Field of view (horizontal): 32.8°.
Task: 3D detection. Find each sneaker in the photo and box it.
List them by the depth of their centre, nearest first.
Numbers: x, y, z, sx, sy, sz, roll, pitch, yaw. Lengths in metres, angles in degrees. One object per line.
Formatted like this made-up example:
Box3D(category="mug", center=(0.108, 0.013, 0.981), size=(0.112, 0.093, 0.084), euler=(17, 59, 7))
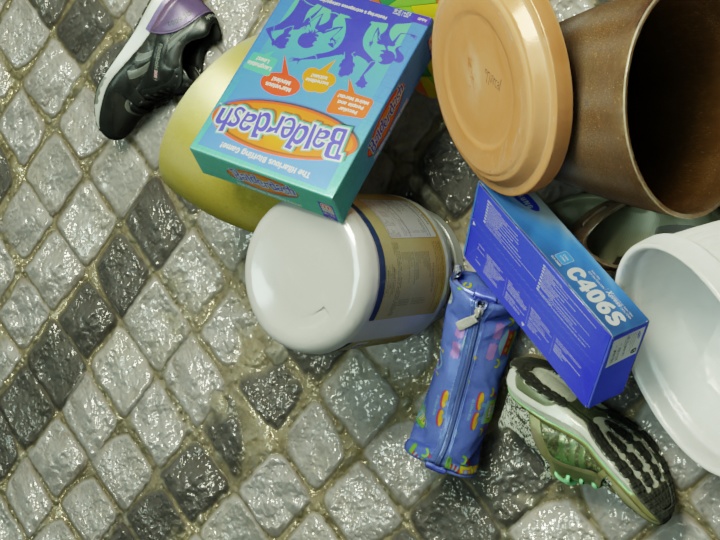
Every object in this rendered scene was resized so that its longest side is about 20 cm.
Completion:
Box3D(category="sneaker", center=(0.203, 0.169, 1.123), size=(0.200, 0.076, 0.089), euler=(44, 128, 30))
Box3D(category="sneaker", center=(-0.230, -0.219, 1.386), size=(0.087, 0.075, 0.201), euler=(41, 114, 18))

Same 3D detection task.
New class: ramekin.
Box3D(category="ramekin", center=(0.300, 0.053, 0.974), size=(0.201, 0.104, 0.201), euler=(59, 162, 32))

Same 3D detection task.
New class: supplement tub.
Box3D(category="supplement tub", center=(0.000, 0.000, 1.162), size=(0.143, 0.199, 0.147), euler=(1, 92, 33))

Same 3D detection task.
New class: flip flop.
Box3D(category="flip flop", center=(0.229, -0.028, 1.091), size=(0.198, 0.057, 0.082), euler=(2, 94, 34))

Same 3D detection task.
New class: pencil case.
Box3D(category="pencil case", center=(0.101, 0.098, 1.170), size=(0.077, 0.087, 0.203), euler=(18, 104, 15))

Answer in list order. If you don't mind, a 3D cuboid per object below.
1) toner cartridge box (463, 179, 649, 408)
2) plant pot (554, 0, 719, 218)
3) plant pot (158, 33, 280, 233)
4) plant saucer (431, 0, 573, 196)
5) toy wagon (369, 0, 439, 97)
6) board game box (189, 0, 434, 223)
Box3D(category="toner cartridge box", center=(0.165, 0.013, 1.067), size=(0.201, 0.043, 0.096), euler=(54, 150, 34))
Box3D(category="plant pot", center=(0.204, -0.144, 1.047), size=(0.199, 0.185, 0.190), euler=(7, 97, 50))
Box3D(category="plant pot", center=(-0.079, -0.112, 1.215), size=(0.142, 0.199, 0.201), euler=(43, 114, 20))
Box3D(category="plant saucer", center=(0.110, -0.161, 1.021), size=(0.201, 0.032, 0.203), euler=(50, 148, 47))
Box3D(category="toy wagon", center=(0.057, -0.242, 1.132), size=(0.153, 0.201, 0.040), euler=(2, 53, 33))
Box3D(category="board game box", center=(-0.039, -0.156, 1.094), size=(0.150, 0.045, 0.202), euler=(19, 69, 22))
